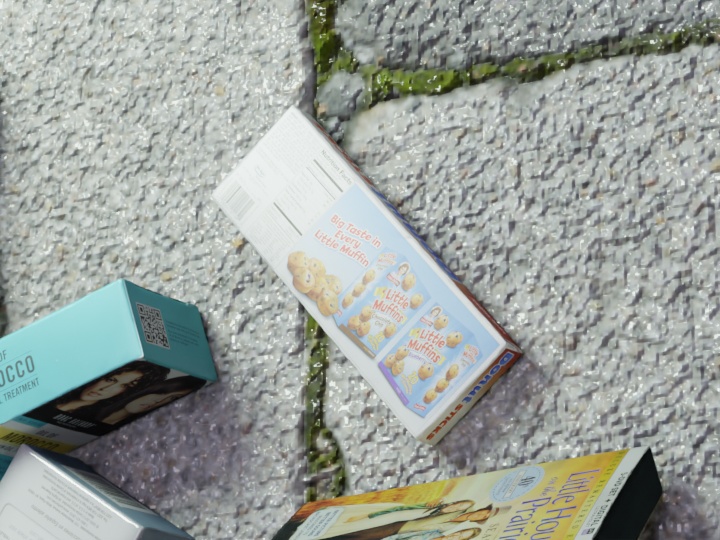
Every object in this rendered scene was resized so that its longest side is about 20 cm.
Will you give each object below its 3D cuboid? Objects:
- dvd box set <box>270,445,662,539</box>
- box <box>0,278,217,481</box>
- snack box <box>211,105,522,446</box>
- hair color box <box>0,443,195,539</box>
[{"bbox_3d":[0.036,0.140,1.075,0.199,0.146,0.030,-12,104,26],"label":"dvd box set"},{"bbox_3d":[-0.187,0.073,1.244,0.199,0.082,0.049,-26,67,20],"label":"box"},{"bbox_3d":[0.000,0.000,1.196,0.072,0.024,0.200,-46,61,9],"label":"snack box"},{"bbox_3d":[-0.186,0.210,1.219,0.099,0.061,0.201,29,91,30],"label":"hair color box"}]
